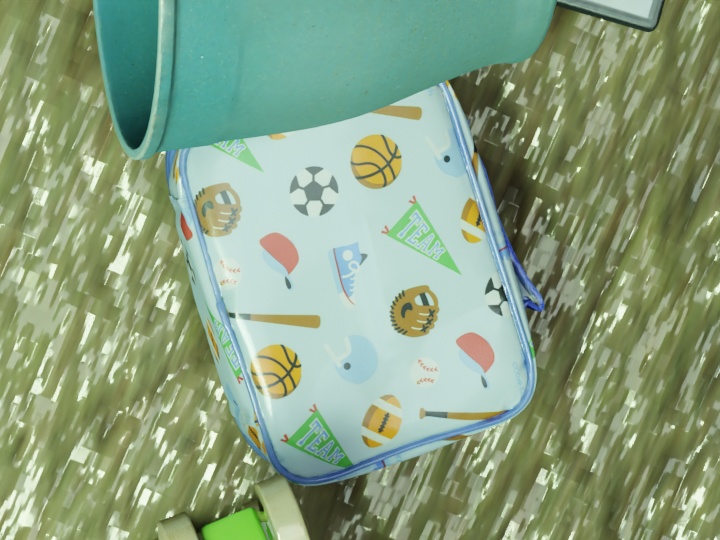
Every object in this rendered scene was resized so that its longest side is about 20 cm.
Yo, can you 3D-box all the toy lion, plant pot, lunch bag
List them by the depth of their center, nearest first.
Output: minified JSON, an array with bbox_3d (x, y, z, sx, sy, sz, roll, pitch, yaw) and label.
[{"bbox_3d":[-0.016,-0.156,1.072,0.186,0.200,0.202,-4,99,-15],"label":"plant pot"},{"bbox_3d":[-0.036,0.203,1.136,0.068,0.200,0.193,-20,82,-9],"label":"toy lion"},{"bbox_3d":[0.000,0.000,1.172,0.159,0.076,0.201,-19,100,-10],"label":"lunch bag"}]

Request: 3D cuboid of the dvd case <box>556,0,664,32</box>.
[{"bbox_3d":[0.068,-0.211,1.161,0.198,0.018,0.144,16,94,1],"label":"dvd case"}]
